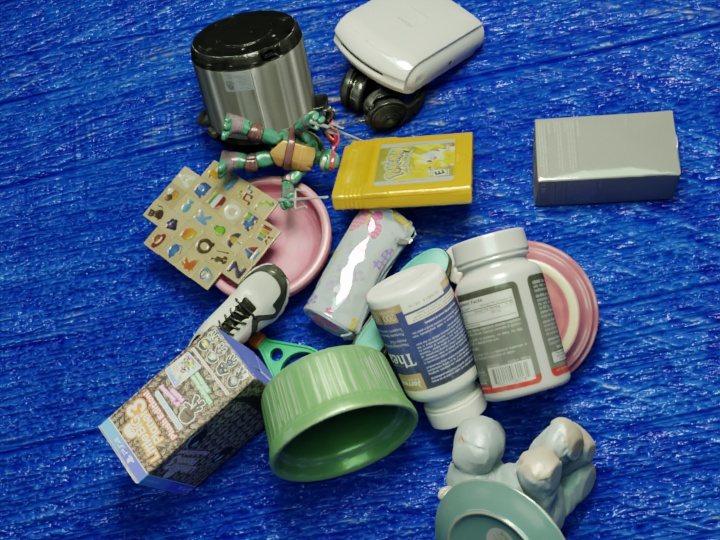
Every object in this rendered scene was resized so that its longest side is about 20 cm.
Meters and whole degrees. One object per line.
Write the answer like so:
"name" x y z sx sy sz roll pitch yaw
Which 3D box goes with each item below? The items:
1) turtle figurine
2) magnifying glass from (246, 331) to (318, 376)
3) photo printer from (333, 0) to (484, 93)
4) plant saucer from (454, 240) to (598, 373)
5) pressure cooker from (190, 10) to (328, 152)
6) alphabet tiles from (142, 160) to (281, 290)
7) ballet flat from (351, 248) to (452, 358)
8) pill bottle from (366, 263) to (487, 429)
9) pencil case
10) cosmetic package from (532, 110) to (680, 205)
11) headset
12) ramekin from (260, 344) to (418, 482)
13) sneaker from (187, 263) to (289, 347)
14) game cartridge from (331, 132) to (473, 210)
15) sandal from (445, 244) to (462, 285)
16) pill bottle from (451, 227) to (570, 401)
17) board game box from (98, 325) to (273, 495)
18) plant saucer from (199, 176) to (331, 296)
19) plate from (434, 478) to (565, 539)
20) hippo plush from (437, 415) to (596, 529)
"turtle figurine" -0.103 -0.165 1.344 0.198 0.101 0.151 9 107 -4
"magnifying glass" -0.126 0.119 1.342 0.199 0.022 0.080 35 78 19
"photo printer" 0.069 -0.362 1.440 0.166 0.070 0.200 40 57 22
"plant saucer" 0.218 0.060 1.248 0.199 0.051 0.202 0 89 15
"pressure cooker" -0.159 -0.274 1.419 0.178 0.201 0.175 -37 44 -29
"alphabet tiles" -0.221 -0.069 1.372 0.199 0.006 0.167 33 78 21
"ballet flat" 0.058 0.055 1.306 0.068 0.068 0.200 37 79 23
"pill bottle" 0.093 0.102 1.218 0.110 0.111 0.201 -24 102 0
"pencil case" 0.000 0.000 1.332 0.090 0.083 0.201 29 75 7
"cosmetic package" 0.350 -0.160 1.334 0.198 0.090 0.108 0 68 7
"headset" 0.015 -0.272 1.435 0.123 0.094 0.200 40 68 22
"ramekin" -0.034 0.183 1.205 0.199 0.200 0.098 -23 58 0
"sneaker" -0.172 0.073 1.292 0.074 0.080 0.200 42 112 2
"game cartridge" 0.066 -0.149 1.361 0.198 0.033 0.177 -2 34 8
"sandal" 0.214 0.011 1.302 0.202 0.050 0.083 24 97 15
"pill bottle" 0.186 0.055 1.172 0.113 0.114 0.202 -15 85 4
"board game box" -0.215 0.191 1.241 0.200 0.159 0.097 -42 67 -1
"plant saucer" -0.138 -0.041 1.384 0.199 0.051 0.202 -4 67 9
"plate" 0.166 0.348 1.114 0.200 0.201 0.025 42 39 23
"hippo plush" 0.196 0.259 1.179 0.160 0.202 0.159 17 27 36
